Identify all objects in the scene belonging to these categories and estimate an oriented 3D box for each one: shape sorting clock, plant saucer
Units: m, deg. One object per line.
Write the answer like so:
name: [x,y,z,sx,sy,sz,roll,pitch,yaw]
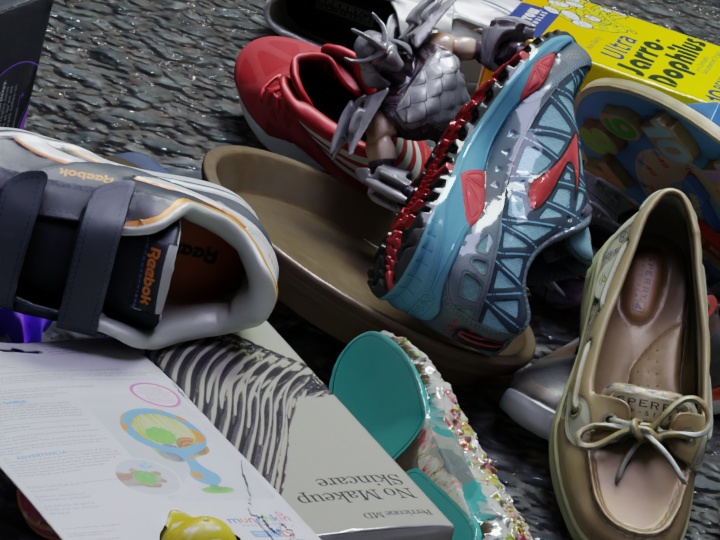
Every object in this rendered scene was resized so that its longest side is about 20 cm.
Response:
shape sorting clock: [0.191,-0.027,1.572,0.200,0.200,0.039,32,68,31]
plant saucer: [0.000,0.000,1.489,0.199,0.030,0.200,30,15,-9]

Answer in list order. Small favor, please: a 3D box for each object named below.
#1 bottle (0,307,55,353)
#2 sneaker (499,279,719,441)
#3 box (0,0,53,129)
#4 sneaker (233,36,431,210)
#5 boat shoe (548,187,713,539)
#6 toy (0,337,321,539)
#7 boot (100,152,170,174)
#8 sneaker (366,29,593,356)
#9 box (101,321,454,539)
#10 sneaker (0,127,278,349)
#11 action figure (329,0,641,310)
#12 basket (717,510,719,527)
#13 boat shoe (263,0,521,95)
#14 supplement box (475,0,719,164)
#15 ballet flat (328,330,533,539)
bottle: [-0.196,0.037,1.303,0.083,0.066,0.200,24,26,13]
sneaker: [0.145,0.037,1.488,0.077,0.082,0.200,30,28,29]
box: [-0.262,-0.088,1.461,0.106,0.123,0.200,24,25,18]
sneaker: [-0.021,-0.107,1.637,0.078,0.116,0.200,-41,47,-12]
boat shoe: [0.134,0.052,1.391,0.073,0.063,0.201,10,54,-8]
toy: [-0.106,0.090,1.192,0.115,0.047,0.200,1,23,-36]
boot: [-0.102,-0.017,1.466,0.097,0.075,0.200,-15,36,-44]
sneaker: [0.078,-0.035,1.458,0.095,0.079,0.200,37,55,-9]
box: [-0.045,0.090,1.277,0.082,0.069,0.200,-2,29,-33]
sneaker: [-0.128,-0.014,1.275,0.199,0.079,0.079,5,21,-23]
action figure: [0.066,-0.069,1.549,0.200,0.130,0.069,41,-6,-23]
basket: [0.291,0.112,1.358,0.123,0.136,0.200,0,28,-39]
boat shoe: [0.033,-0.146,1.842,0.199,0.074,0.065,13,27,19]
supplement box: [0.171,-0.079,1.719,0.199,0.110,0.109,20,24,11]
ballet flat: [0.034,0.104,1.320,0.064,0.076,0.200,38,16,-32]
